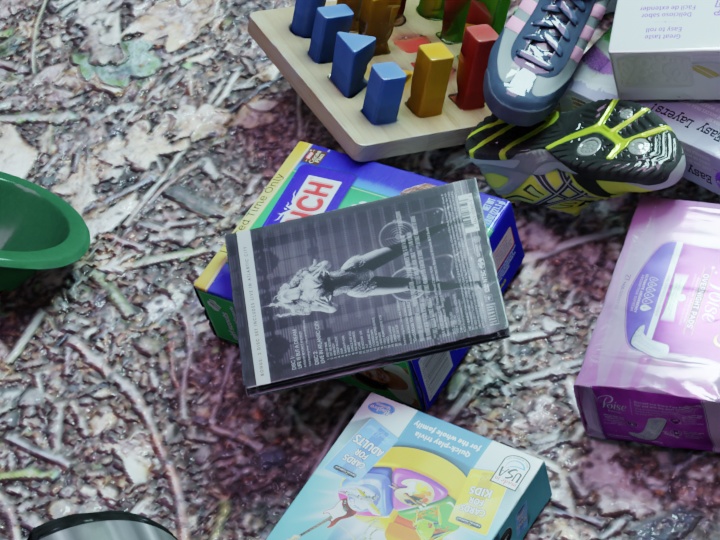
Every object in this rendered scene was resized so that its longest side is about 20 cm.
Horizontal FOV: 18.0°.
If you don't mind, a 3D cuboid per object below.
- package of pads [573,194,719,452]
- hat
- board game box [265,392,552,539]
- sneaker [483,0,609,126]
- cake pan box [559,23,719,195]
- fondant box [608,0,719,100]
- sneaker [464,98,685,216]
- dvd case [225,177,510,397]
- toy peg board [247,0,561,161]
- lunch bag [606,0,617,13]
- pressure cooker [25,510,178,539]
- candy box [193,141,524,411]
[{"bbox_3d":[0.242,0.037,1.680,0.120,0.076,0.200,6,51,23],"label":"package of pads"},{"bbox_3d":[-0.339,0.026,1.875,0.200,0.176,0.166,-2,32,-41],"label":"hat"},{"bbox_3d":[0.022,0.196,1.616,0.151,0.047,0.200,19,57,28],"label":"board game box"},{"bbox_3d":[0.154,-0.203,1.779,0.070,0.082,0.200,24,57,5],"label":"sneaker"},{"bbox_3d":[0.286,-0.155,1.792,0.200,0.052,0.184,30,67,35],"label":"cake pan box"},{"bbox_3d":[0.282,-0.224,1.781,0.144,0.058,0.200,1,52,18],"label":"fondant box"},{"bbox_3d":[0.176,-0.084,1.770,0.200,0.076,0.075,10,53,46],"label":"sneaker"},{"bbox_3d":[0.003,0.012,1.701,0.199,0.016,0.149,-13,52,3],"label":"dvd case"},{"bbox_3d":[0.042,-0.199,1.874,0.199,0.098,0.200,-11,42,-29],"label":"toy peg board"},{"bbox_3d":[0.229,-0.329,1.919,0.170,0.200,0.124,-11,48,6],"label":"lunch bag"},{"bbox_3d":[-0.164,0.283,1.501,0.178,0.176,0.200,-28,45,-6],"label":"pressure cooker"},{"bbox_3d":[0.000,0.000,1.772,0.200,0.077,0.169,17,56,27],"label":"candy box"}]
